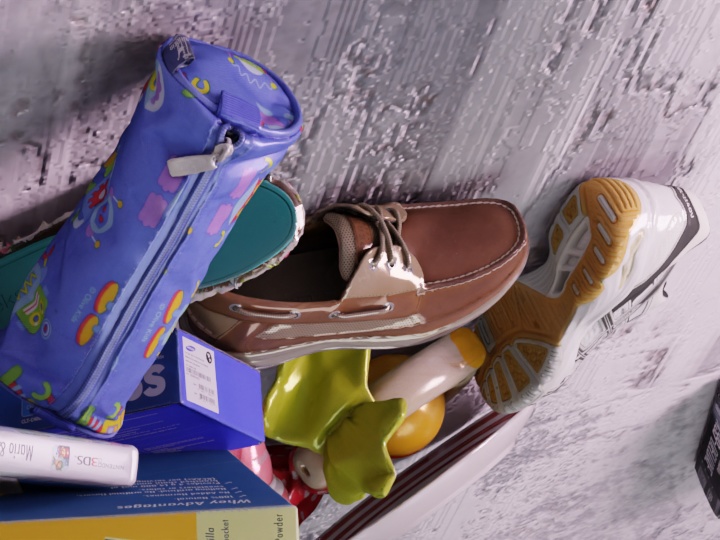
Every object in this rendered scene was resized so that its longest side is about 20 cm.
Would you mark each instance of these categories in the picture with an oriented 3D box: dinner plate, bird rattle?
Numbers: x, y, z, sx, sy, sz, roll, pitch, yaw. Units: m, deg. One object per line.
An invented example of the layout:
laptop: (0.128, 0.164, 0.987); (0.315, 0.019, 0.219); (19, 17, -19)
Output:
dinner plate: (0.039, 0.140, 1.565); (0.200, 0.024, 0.200); (-37, 179, -1)
bird rattle: (0.004, 0.103, 1.496); (0.163, 0.113, 0.200); (-30, 161, -23)

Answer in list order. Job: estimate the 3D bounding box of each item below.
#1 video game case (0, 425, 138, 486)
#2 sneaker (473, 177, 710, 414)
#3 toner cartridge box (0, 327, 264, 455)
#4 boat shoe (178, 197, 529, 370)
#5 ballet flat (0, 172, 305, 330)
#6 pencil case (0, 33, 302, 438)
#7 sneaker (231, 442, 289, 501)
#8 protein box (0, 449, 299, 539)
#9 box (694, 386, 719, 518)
video game case: (-0.236, 0.080, 1.150); (0.199, 0.024, 0.182); (0, 171, 35)
sneaker: (0.139, 0.021, 1.466); (0.087, 0.076, 0.200); (-4, 148, -32)
toner cartridge box: (-0.160, 0.080, 1.315); (0.199, 0.043, 0.095); (-12, 157, 22)
boat shoe: (0.000, 0.000, 1.325); (0.199, 0.076, 0.072); (-18, 151, -13)
ballet flat: (-0.125, -0.008, 1.240); (0.199, 0.076, 0.064); (-17, -176, -1)
pencil case: (-0.103, -0.014, 1.149); (0.078, 0.087, 0.200); (27, 110, -17)
sneaker: (-0.143, 0.118, 1.444); (0.199, 0.087, 0.074); (-8, -160, 14)
protein box: (-0.142, 0.170, 1.200); (0.197, 0.136, 0.200); (-2, -176, -12)
box: (0.353, 0.103, 1.810); (0.199, 0.050, 0.158); (-18, 153, -10)
